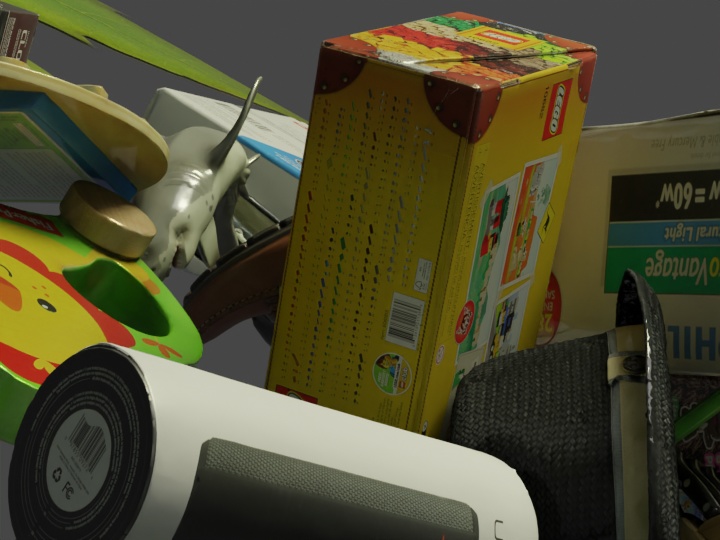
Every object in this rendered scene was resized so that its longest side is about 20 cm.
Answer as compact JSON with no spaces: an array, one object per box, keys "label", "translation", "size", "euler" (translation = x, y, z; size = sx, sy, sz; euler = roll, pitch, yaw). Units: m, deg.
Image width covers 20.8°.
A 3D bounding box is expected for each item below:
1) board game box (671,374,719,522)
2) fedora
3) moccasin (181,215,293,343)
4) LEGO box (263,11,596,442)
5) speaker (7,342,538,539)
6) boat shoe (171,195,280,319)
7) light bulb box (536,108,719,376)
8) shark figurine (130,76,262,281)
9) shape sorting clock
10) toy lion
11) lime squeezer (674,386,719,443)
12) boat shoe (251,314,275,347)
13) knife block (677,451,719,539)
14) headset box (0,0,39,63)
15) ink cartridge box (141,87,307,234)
[{"label":"board game box","translation":[0.247,0.105,1.048],"size":[0.159,0.097,0.200],"euler":[3,-1,-36]},{"label":"fedora","translation":[0.086,0.097,0.835],"size":[0.091,0.202,0.201],"euler":[-2,7,6]},{"label":"moccasin","translation":[0.000,0.000,1.017],"size":[0.074,0.201,0.078],"euler":[-22,91,-80]},{"label":"LEGO box","translation":[0.031,-0.006,0.890],"size":[0.077,0.201,0.149],"euler":[17,18,22]},{"label":"speaker","translation":[-0.026,0.087,0.717],"size":[0.200,0.081,0.081],"euler":[21,12,-43]},{"label":"boat shoe","translation":[-0.048,-0.002,1.184],"size":[0.200,0.061,0.076],"euler":[31,12,19]},{"label":"light bulb box","translation":[0.210,-0.009,0.992],"size":[0.199,0.125,0.198],"euler":[4,-2,-29]},{"label":"shark figurine","translation":[-0.103,-0.053,1.077],"size":[0.089,0.129,0.214],"euler":[20,2,4]},{"label":"shape sorting clock","translation":[-0.190,-0.071,0.935],"size":[0.199,0.039,0.200],"euler":[4,-15,1]},{"label":"toy lion","translation":[-0.144,0.016,0.838],"size":[0.200,0.069,0.192],"euler":[19,20,-46]},{"label":"lime squeezer","translation":[0.124,0.108,1.016],"size":[0.038,0.070,0.200],"euler":[62,-31,6]},{"label":"boat shoe","translation":[0.028,0.042,1.081],"size":[0.199,0.067,0.057],"euler":[16,-14,16]},{"label":"knife block","translation":[0.162,0.175,0.900],"size":[0.064,0.175,0.201],"euler":[23,55,-23]},{"label":"headset box","translation":[-0.283,-0.135,1.102],"size":[0.148,0.078,0.200],"euler":[19,7,10]},{"label":"ink cartridge box","translation":[-0.053,-0.047,1.336],"size":[0.146,0.086,0.200],"euler":[33,9,21]}]
